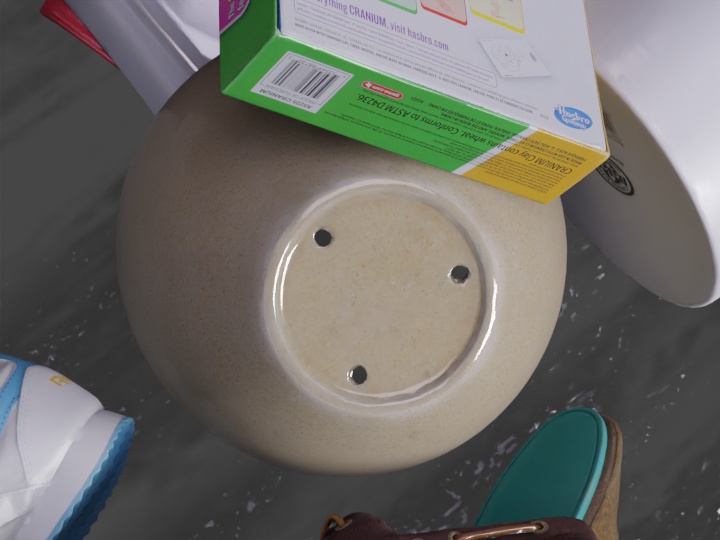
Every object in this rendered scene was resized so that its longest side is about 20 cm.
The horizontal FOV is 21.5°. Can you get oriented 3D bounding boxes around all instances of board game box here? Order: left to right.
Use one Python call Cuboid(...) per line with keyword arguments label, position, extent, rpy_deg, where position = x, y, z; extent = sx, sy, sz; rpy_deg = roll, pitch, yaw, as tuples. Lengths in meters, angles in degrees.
Cuboid(label="board game box", position=(0.017, -0.138, 0.745), extent=(0.152, 0.040, 0.201), rpy_deg=(17, 53, -30))

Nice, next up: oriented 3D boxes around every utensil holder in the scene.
Cuboid(label="utensil holder", position=(0.180, -0.103, 0.850), extent=(0.200, 0.170, 0.170), rpy_deg=(-38, 86, -11))

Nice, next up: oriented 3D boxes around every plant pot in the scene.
Cuboid(label="plant pot", position=(0.000, 0.000, 0.783), extent=(0.199, 0.134, 0.202), rpy_deg=(-1, 100, -8))

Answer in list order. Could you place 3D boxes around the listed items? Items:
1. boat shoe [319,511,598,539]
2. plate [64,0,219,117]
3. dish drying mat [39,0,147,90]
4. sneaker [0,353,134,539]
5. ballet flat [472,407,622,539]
Cuboid(label="boat shoe", position=(0.004, 0.135, 0.761), extent=(0.199, 0.072, 0.072), rpy_deg=(-11, 39, 0))
Cuboid(label="plate", position=(-0.048, -0.171, 0.854), extent=(0.199, 0.032, 0.200), rpy_deg=(-39, 85, 0))
Cuboid(label="dish drying mat", position=(-0.061, -0.179, 0.881), extent=(0.077, 0.018, 0.200), rpy_deg=(36, 89, 7))
Cuboid(label="sneaker", position=(-0.179, 0.129, 0.798), extent=(0.080, 0.077, 0.201), rpy_deg=(31, 69, 8))
Cuboid(label="ballet flat", position=(0.073, 0.155, 0.823), extent=(0.072, 0.068, 0.201), rpy_deg=(51, 50, -28))
